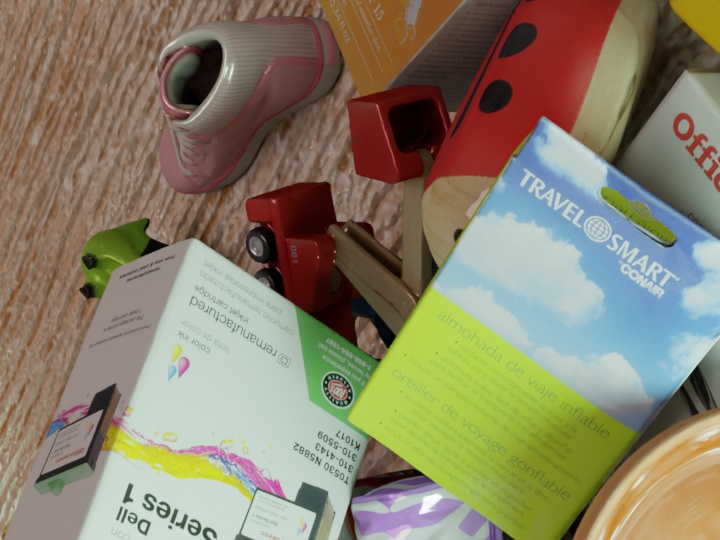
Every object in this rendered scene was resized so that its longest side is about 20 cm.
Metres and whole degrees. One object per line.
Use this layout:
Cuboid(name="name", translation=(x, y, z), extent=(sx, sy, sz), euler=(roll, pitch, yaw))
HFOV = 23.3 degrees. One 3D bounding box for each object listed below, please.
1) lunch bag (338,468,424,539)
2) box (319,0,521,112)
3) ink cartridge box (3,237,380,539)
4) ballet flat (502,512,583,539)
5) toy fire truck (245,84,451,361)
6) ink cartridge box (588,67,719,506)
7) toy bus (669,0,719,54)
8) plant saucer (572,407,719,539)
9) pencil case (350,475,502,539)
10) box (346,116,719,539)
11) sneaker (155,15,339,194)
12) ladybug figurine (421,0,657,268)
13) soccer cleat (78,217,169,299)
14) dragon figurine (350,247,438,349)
Cuboid(name="lunch bag", translation=(0.013, 0.218, 0.988), extent=(0.082, 0.176, 0.201), euler=(-32, 68, 47))
Cuboid(name="box", translation=(0.068, -0.193, 0.949), extent=(0.200, 0.097, 0.125), euler=(-45, 59, 42))
Cuboid(name="ink cartridge box", translation=(-0.085, 0.110, 0.896), extent=(0.084, 0.145, 0.200), euler=(-19, 45, 48))
Cuboid(name="ballet flat", translation=(0.105, 0.168, 0.956), extent=(0.073, 0.073, 0.200), euler=(-48, 57, 41))
Cuboid(name="toy fire truck", translation=(0.000, 0.000, 0.979), extent=(0.141, 0.049, 0.201), euler=(3, 107, 47))
Cuboid(name="ink cartridge box", translation=(0.169, 0.020, 0.851), extent=(0.146, 0.084, 0.200), euler=(58, 134, 31))
Cuboid(name="toy bus", translation=(0.230, -0.089, 0.763), extent=(0.200, 0.078, 0.065), euler=(51, 146, 35))
Cuboid(name="plant saucer", translation=(0.178, 0.158, 0.774), extent=(0.032, 0.200, 0.201), euler=(178, 89, -74))
Cuboid(name="pencil case", translation=(0.054, 0.200, 0.908), extent=(0.085, 0.084, 0.201), euler=(-16, 88, 26))
Cuboid(name="box", translation=(0.089, 0.029, 0.805), extent=(0.122, 0.048, 0.200), euler=(35, 126, 5))
Cuboid(name="sneaker", translation=(-0.108, -0.111, 1.168), extent=(0.200, 0.104, 0.076), euler=(-34, 69, 48))
Cuboid(name="ladybug figurine", translation=(0.088, -0.073, 0.888), extent=(0.200, 0.072, 0.136), euler=(-64, 6, -24))
Cuboid(name="soccer cleat", translation=(-0.107, 0.029, 1.210), extent=(0.200, 0.081, 0.068), euler=(37, 136, 19))
Cuboid(name="dragon figurine", translation=(0.029, 0.015, 1.044), extent=(0.200, 0.059, 0.100), euler=(53, 131, 33))
